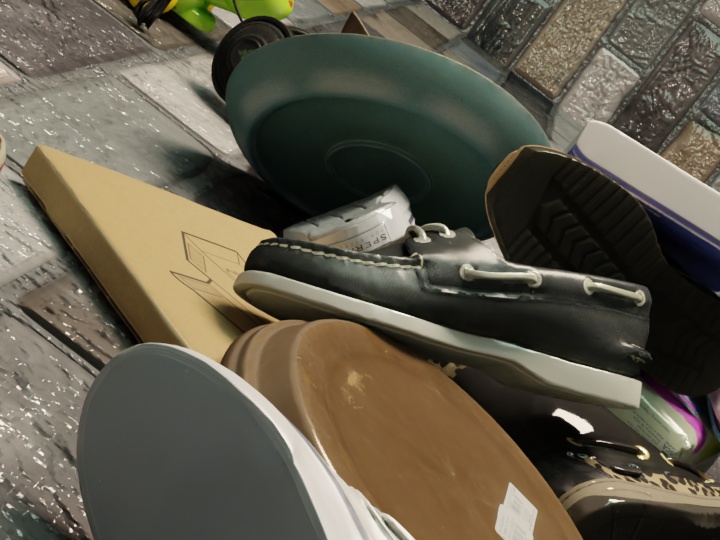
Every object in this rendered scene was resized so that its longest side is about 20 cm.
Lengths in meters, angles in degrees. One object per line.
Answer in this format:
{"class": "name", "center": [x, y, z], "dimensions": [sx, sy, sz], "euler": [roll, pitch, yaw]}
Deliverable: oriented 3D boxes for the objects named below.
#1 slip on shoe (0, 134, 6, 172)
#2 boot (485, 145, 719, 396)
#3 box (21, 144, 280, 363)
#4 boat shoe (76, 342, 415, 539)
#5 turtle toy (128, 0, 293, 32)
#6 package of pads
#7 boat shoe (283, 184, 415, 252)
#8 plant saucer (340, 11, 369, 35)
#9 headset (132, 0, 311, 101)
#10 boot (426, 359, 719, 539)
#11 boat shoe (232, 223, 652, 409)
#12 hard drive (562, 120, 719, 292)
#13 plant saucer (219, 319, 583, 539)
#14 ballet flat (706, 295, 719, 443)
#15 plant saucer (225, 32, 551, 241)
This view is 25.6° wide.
{"class": "slip on shoe", "center": [-0.206, -0.079, 0.569], "dimensions": [0.199, 0.061, 0.074], "euler": [27, 15, -42]}
{"class": "boot", "center": [0.114, -0.017, 0.881], "dimensions": [0.200, 0.077, 0.138], "euler": [43, 5, -35]}
{"class": "box", "center": [-0.046, 0.028, 0.702], "dimensions": [0.163, 0.021, 0.200], "euler": [21, 21, -49]}
{"class": "boat shoe", "center": [-0.008, 0.105, 0.466], "dimensions": [0.201, 0.073, 0.065], "euler": [52, 13, 16]}
{"class": "turtle toy", "center": [-0.137, -0.252, 1.221], "dimensions": [0.199, 0.101, 0.146], "euler": [38, 14, 3]}
{"class": "package of pads", "center": [0.146, 0.066, 0.963], "dimensions": [0.154, 0.068, 0.200], "euler": [43, 14, 19]}
{"class": "boat shoe", "center": [0.000, 0.000, 0.842], "dimensions": [0.200, 0.073, 0.067], "euler": [-79, 148, -83]}
{"class": "plant saucer", "center": [0.028, -0.078, 1.070], "dimensions": [0.202, 0.036, 0.200], "euler": [62, 2, -4]}
{"class": "headset", "center": [-0.072, -0.131, 1.109], "dimensions": [0.201, 0.094, 0.123], "euler": [54, 11, 4]}
{"class": "boot", "center": [0.121, 0.098, 0.797], "dimensions": [0.199, 0.074, 0.151], "euler": [15, 25, -45]}
{"class": "boat shoe", "center": [0.040, 0.011, 0.699], "dimensions": [0.198, 0.061, 0.075], "euler": [17, -11, -26]}
{"class": "hard drive", "center": [0.173, -0.031, 0.923], "dimensions": [0.131, 0.026, 0.200], "euler": [32, -1, 3]}
{"class": "plant saucer", "center": [0.029, 0.091, 0.603], "dimensions": [0.200, 0.029, 0.201], "euler": [40, 19, -17]}
{"class": "ballet flat", "center": [0.227, 0.052, 0.940], "dimensions": [0.069, 0.070, 0.200], "euler": [33, 16, -15]}
{"class": "plant saucer", "center": [0.013, -0.065, 0.918], "dimensions": [0.198, 0.028, 0.201], "euler": [13, -26, 6]}
